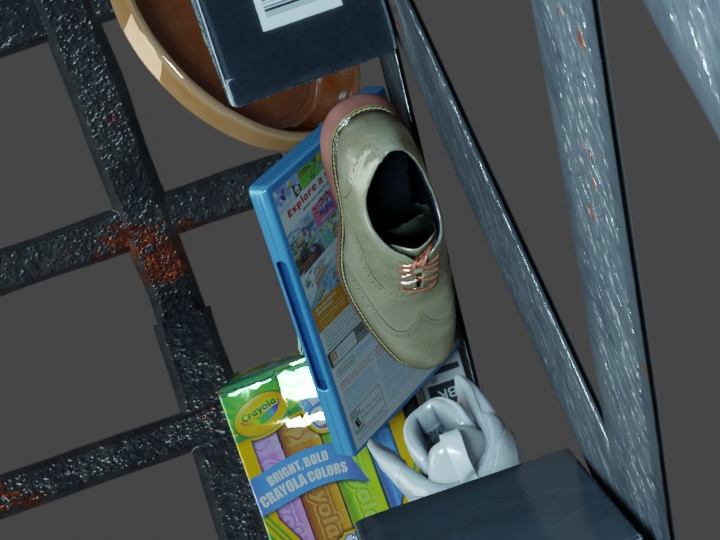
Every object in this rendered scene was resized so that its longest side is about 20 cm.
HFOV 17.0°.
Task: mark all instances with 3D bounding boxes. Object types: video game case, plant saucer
[{"bbox_3d":[0.000,0.000,1.580,0.143,0.018,0.201,-43,-55,-43],"label":"video game case"},{"bbox_3d":[-0.087,-0.164,1.606,0.200,0.032,0.201,29,-139,-28],"label":"plant saucer"}]

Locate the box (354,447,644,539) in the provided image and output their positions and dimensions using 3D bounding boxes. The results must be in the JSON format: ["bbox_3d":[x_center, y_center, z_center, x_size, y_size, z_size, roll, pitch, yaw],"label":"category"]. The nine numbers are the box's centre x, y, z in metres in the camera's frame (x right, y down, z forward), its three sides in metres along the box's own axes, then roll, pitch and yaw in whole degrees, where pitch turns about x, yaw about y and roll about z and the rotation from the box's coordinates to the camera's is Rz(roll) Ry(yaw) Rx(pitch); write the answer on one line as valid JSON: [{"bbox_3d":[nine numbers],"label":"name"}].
[{"bbox_3d":[0.088,0.211,1.131,0.200,0.123,0.198,-124,14,-81],"label":"box"}]

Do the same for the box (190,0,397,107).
[{"bbox_3d":[-0.064,-0.214,1.439,0.200,0.107,0.149,-113,4,-61],"label":"box"}]

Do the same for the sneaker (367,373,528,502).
[{"bbox_3d":[0.059,0.111,1.313,0.115,0.075,0.200,55,177,-14],"label":"sneaker"}]

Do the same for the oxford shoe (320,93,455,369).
[{"bbox_3d":[0.023,-0.009,1.510,0.075,0.070,0.201,-126,14,-56],"label":"oxford shoe"}]

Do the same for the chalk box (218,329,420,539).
[{"bbox_3d":[-0.022,0.110,1.697,0.125,0.123,0.201,-28,-82,-85],"label":"chalk box"}]

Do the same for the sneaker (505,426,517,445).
[{"bbox_3d":[0.078,0.181,1.502,0.201,0.086,0.081,75,174,-46],"label":"sneaker"}]

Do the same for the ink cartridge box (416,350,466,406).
[{"bbox_3d":[0.064,0.104,1.768,0.100,0.039,0.201,-117,8,-65],"label":"ink cartridge box"}]
